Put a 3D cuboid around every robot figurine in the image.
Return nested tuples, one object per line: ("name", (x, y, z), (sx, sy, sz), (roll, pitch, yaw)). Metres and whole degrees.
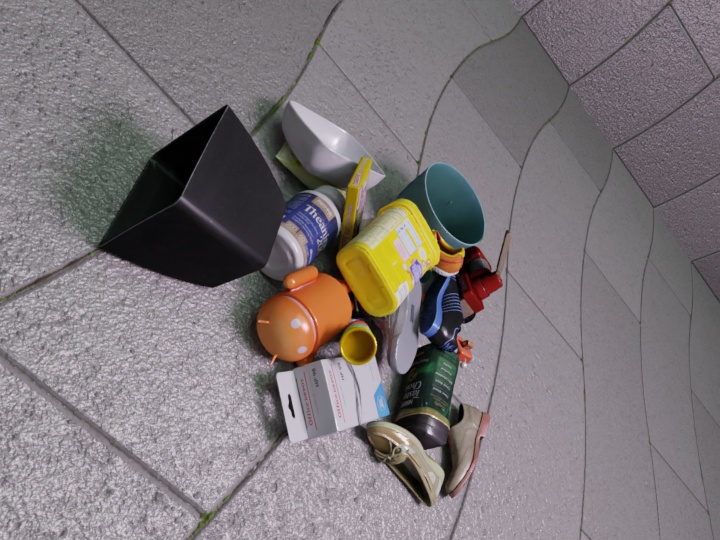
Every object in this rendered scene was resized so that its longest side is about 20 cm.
("robot figurine", (-0.092, 0.079, 0.905), (0.117, 0.144, 0.200), (44, 41, 12))

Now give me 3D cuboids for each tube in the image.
("tube", (-0.086, -0.182, 1.102), (0.200, 0.058, 0.052), (40, 81, -15))

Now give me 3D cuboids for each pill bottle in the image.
("pill bottle", (-0.104, -0.077, 0.979), (0.111, 0.111, 0.200), (52, 43, -10))

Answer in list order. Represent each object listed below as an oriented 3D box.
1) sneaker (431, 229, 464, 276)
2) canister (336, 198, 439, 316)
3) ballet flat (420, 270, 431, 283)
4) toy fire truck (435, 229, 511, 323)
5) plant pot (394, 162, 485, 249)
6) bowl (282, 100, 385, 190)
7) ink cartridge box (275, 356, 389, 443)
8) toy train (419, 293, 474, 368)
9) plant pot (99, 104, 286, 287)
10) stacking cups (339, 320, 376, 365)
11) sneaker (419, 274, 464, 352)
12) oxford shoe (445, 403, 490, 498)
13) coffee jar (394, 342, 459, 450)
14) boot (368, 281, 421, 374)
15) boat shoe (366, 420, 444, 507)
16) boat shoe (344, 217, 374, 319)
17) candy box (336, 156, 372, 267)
("sneaker", (0.124, -0.062, 1.115), (0.199, 0.078, 0.073), (24, 32, 10))
("canister", (0.054, -0.026, 0.982), (0.149, 0.086, 0.200), (59, 40, -12))
("ballet flat", (0.067, -0.023, 1.160), (0.199, 0.067, 0.067), (16, 35, -30))
("toy fire truck", (0.268, -0.008, 1.207), (0.129, 0.199, 0.176), (50, 21, -25))
("plant pot", (0.159, -0.118, 1.222), (0.200, 0.161, 0.202), (22, 55, -34))
("bowl", (-0.066, -0.242, 1.090), (0.199, 0.075, 0.200), (18, 31, -46))
("ink cartridge box", (-0.041, 0.207, 0.893), (0.199, 0.066, 0.117), (5, 67, -56))
("toy train", (0.169, 0.118, 1.147), (0.199, 0.056, 0.151), (30, 25, -28))
("plant pot", (-0.229, -0.089, 0.814), (0.177, 0.199, 0.201), (42, 44, -35))
("stacking cups", (-0.006, 0.112, 0.936), (0.061, 0.060, 0.200), (58, 1, -4))
("sneaker", (0.174, 0.081, 1.095), (0.078, 0.070, 0.201), (39, 41, -13))
("oxford shoe", (0.200, 0.362, 1.093), (0.074, 0.071, 0.200), (29, 47, 5))
("coffee jar", (0.129, 0.246, 1.041), (0.085, 0.104, 0.201), (36, 47, -21))
("boot", (0.060, 0.106, 1.061), (0.074, 0.095, 0.201), (40, 53, -44))
("boat shoe", (0.079, 0.345, 0.966), (0.201, 0.073, 0.063), (51, 42, -24))
("boat shoe", (0.000, 0.000, 1.049), (0.074, 0.092, 0.201), (21, 57, -43))
("candy box", (-0.013, -0.107, 1.035), (0.026, 0.201, 0.103), (14, 44, 4))
